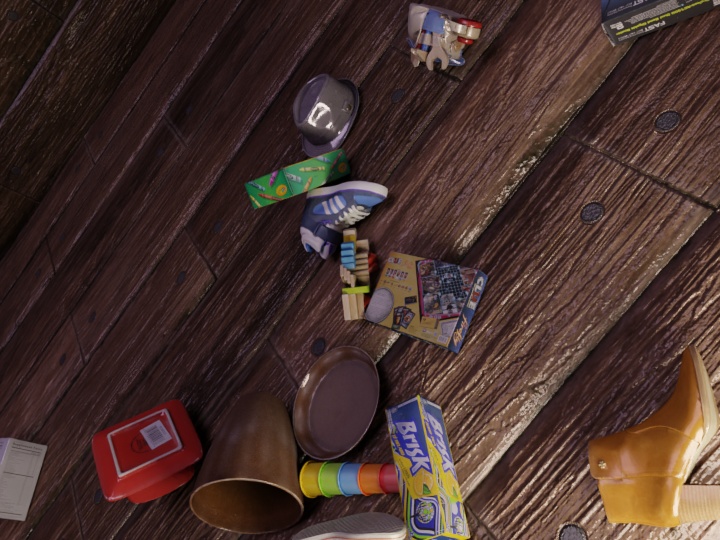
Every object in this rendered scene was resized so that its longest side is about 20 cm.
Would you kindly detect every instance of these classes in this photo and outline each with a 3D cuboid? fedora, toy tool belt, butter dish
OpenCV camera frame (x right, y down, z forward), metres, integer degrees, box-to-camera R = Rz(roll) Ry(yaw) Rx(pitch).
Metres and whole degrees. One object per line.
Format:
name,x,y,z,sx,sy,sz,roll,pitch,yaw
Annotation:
fedora,-0.093,-0.366,1.465,0.177,0.090,0.201,15,79,47
toy tool belt,0.161,-0.445,1.268,0.200,0.124,0.123,49,135,50
butter dish,-0.426,0.399,1.327,0.199,0.148,0.200,-23,37,-20

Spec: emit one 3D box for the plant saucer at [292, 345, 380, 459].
plant saucer,-0.037,0.230,1.116,0.200,0.032,0.201,-24,49,31

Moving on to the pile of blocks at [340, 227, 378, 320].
pile of blocks,0.000,0.000,1.180,0.062,0.082,0.201,-7,62,8

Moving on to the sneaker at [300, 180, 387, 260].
sneaker,-0.036,-0.092,1.278,0.199,0.080,0.147,-2,78,36

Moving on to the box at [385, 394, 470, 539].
box,0.095,0.289,0.933,0.064,0.070,0.201,-30,50,25

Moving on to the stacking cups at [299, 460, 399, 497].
stacking cups,-0.006,0.325,1.020,0.200,0.060,0.061,-17,57,35

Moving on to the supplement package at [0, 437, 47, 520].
supplement package,-0.960,0.569,1.756,0.109,0.114,0.201,-14,58,37

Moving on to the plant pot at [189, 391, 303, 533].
plant pot,-0.185,0.322,1.125,0.187,0.187,0.200,-32,34,27

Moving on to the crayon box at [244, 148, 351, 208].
crayon box,-0.126,-0.191,1.332,0.118,0.200,0.058,-13,102,39

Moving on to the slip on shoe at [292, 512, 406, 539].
slip on shoe,-0.014,0.415,0.980,0.199,0.074,0.061,-22,88,27

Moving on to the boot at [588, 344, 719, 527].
boot,0.338,0.191,0.752,0.144,0.071,0.202,-13,64,35

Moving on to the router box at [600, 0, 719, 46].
router box,0.475,-0.456,0.991,0.200,0.062,0.150,-13,61,39

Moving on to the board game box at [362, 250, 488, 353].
board game box,0.105,0.048,1.085,0.200,0.035,0.136,15,79,47
